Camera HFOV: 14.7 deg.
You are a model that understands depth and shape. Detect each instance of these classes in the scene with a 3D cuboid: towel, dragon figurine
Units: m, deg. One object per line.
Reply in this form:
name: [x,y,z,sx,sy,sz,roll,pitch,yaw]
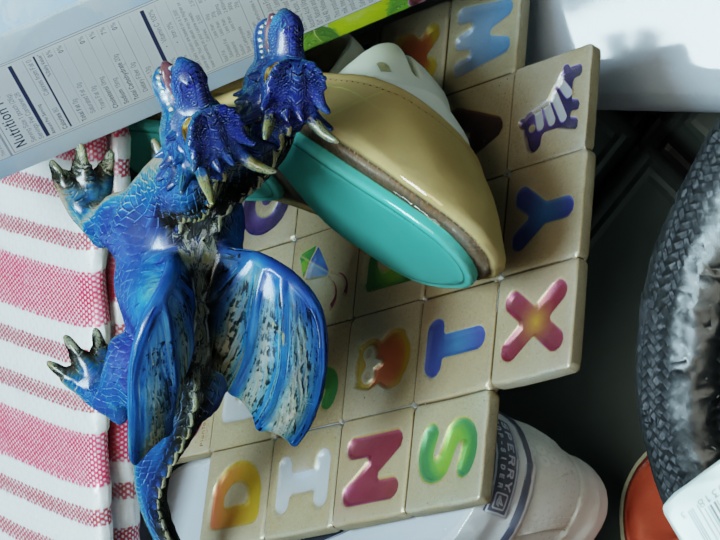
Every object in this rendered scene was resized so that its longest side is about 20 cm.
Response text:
towel: [-0.114,0.025,0.947,0.146,0.030,0.200,17,112,54]
dragon figurine: [-0.047,0.020,0.805,0.099,0.059,0.200,-146,54,-60]

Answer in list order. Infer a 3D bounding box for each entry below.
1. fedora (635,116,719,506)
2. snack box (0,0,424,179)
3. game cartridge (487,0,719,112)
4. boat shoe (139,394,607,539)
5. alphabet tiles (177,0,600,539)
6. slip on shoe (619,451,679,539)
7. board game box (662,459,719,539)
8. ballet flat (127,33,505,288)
fedora: [0.168,0.013,0.688,0.200,0.092,0.201,3,100,20]
snack box: [-0.080,-0.129,0.852,0.200,0.068,0.169,-24,55,1]
game cartridge: [0.096,-0.148,0.846,0.133,0.042,0.200,2,94,26]
boat shoe: [-0.003,0.089,0.896,0.200,0.070,0.071,-26,54,44]
alphabet tiles: [0.000,0.000,0.869,0.200,0.006,0.167,-16,62,48]
slip on shoe: [0.120,0.106,0.788,0.074,0.061,0.200,-35,36,9]
board game box: [0.178,0.092,0.579,0.147,0.064,0.200,-39,62,22]
ballet flat: [-0.012,-0.047,0.852,0.063,0.069,0.200,-50,36,-15]
